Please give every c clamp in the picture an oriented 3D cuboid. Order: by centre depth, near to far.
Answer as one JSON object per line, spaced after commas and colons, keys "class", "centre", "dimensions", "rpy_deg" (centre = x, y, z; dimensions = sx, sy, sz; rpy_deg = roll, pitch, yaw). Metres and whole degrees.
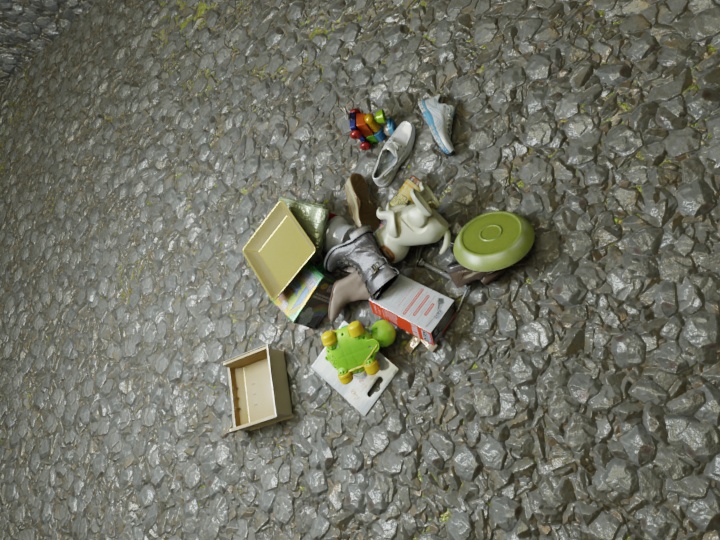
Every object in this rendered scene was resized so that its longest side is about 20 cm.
{"class": "c clamp", "centre": [0.217, -0.017, 1.366], "dimensions": [0.199, 0.027, 0.173], "rpy_deg": [34, 95, 32]}

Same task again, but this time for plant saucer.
{"class": "plant saucer", "centre": [0.316, -0.081, 1.267], "dimensions": [0.196, 0.031, 0.203], "rpy_deg": [-18, 40, 15]}
{"class": "plant saucer", "centre": [-0.217, -0.054, 1.455], "dimensions": [0.200, 0.048, 0.201], "rpy_deg": [-47, 62, 19]}

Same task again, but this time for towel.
{"class": "towel", "centre": [-0.175, -0.125, 1.488], "dimensions": [0.197, 0.036, 0.152], "rpy_deg": [16, 98, 34]}

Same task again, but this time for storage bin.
{"class": "storage bin", "centre": [-0.306, 0.347, 1.529], "dimensions": [0.195, 0.093, 0.204], "rpy_deg": [-22, 67, 23]}

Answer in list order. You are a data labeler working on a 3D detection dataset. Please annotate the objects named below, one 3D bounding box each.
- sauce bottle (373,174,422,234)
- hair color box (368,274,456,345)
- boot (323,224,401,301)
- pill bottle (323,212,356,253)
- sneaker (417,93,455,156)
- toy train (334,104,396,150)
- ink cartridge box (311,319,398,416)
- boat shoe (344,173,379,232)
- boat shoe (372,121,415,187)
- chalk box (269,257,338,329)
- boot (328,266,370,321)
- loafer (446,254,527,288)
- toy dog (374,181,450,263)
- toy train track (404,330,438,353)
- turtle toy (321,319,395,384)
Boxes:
{"class": "sauce bottle", "centre": [0.105, -0.164, 1.450], "dimensions": [0.066, 0.066, 0.202], "rpy_deg": [38, 97, 32]}
{"class": "hair color box", "centre": [0.132, 0.093, 1.341], "dimensions": [0.198, 0.065, 0.111], "rpy_deg": [26, 62, 34]}
{"class": "boot", "centre": [0.000, 0.000, 1.358], "dimensions": [0.199, 0.068, 0.177], "rpy_deg": [-40, 68, 33]}
{"class": "pill bottle", "centre": [-0.104, -0.114, 1.528], "dimensions": [0.197, 0.112, 0.114], "rpy_deg": [23, 88, 32]}
{"class": "sneaker", "centre": [0.227, -0.407, 1.444], "dimensions": [0.085, 0.075, 0.204], "rpy_deg": [-26, 65, 15]}
{"class": "toy train", "centre": [0.021, -0.428, 1.494], "dimensions": [0.113, 0.199, 0.087], "rpy_deg": [-10, 71, 22]}
{"class": "ink cartridge box", "centre": [-0.014, 0.261, 1.424], "dimensions": [0.199, 0.057, 0.164], "rpy_deg": [38, 96, 11]}
{"class": "boat shoe", "centre": [0.002, -0.175, 1.518], "dimensions": [0.064, 0.070, 0.205], "rpy_deg": [-35, 65, 57]}
{"class": "boat shoe", "centre": [0.094, -0.336, 1.495], "dimensions": [0.070, 0.069, 0.204], "rpy_deg": [26, 92, 22]}
{"class": "chalk box", "centre": [-0.140, 0.043, 1.500], "dimensions": [0.123, 0.124, 0.202], "rpy_deg": [37, 95, 32]}
{"class": "boot", "centre": [0.000, 0.054, 1.442], "dimensions": [0.143, 0.070, 0.205], "rpy_deg": [13, 91, 12]}
{"class": "loafer", "centre": [0.311, -0.004, 1.286], "dimensions": [0.196, 0.073, 0.073], "rpy_deg": [-13, 100, 18]}
{"class": "toy dog", "centre": [0.123, -0.103, 1.370], "dimensions": [0.199, 0.140, 0.195], "rpy_deg": [-36, 102, 28]}
{"class": "toy train track", "centre": [0.125, 0.136, 1.373], "dimensions": [0.115, 0.032, 0.200], "rpy_deg": [-51, 57, 8]}
{"class": "turtle toy", "centre": [-0.002, 0.190, 1.349], "dimensions": [0.196, 0.101, 0.149], "rpy_deg": [-21, 103, 10]}
